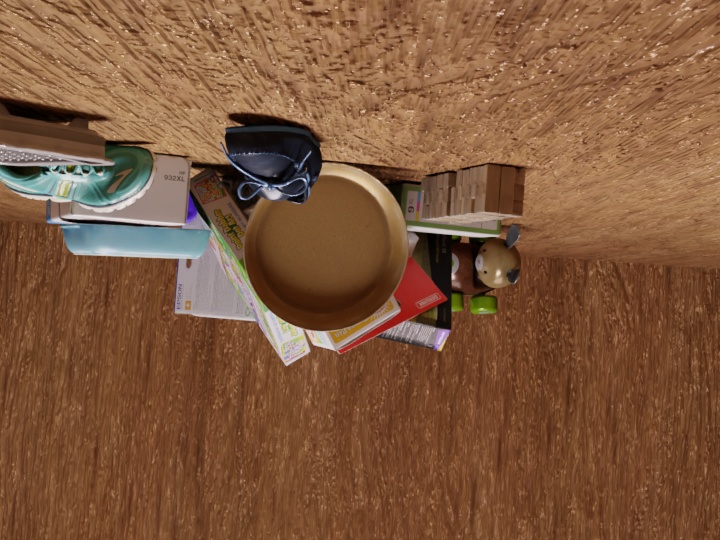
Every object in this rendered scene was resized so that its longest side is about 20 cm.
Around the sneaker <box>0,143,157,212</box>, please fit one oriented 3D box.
[{"bbox_3d":[-0.325,-0.112,1.415,0.198,0.078,0.080,0,165,14],"label":"sneaker"}]

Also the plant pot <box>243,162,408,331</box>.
[{"bbox_3d":[-0.041,-0.029,1.491,0.198,0.203,0.027,4,-169,-12],"label":"plant pot"}]

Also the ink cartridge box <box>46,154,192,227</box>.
[{"bbox_3d":[-0.307,-0.099,1.581,0.144,0.085,0.200,4,178,-22],"label":"ink cartridge box"}]

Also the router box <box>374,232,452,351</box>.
[{"bbox_3d":[0.049,0.008,1.784,0.155,0.201,0.052,12,137,-9],"label":"router box"}]

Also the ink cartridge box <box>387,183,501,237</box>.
[{"bbox_3d":[0.082,-0.082,1.696,0.198,0.060,0.104,4,180,-17],"label":"ink cartridge box"}]

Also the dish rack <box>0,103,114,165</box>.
[{"bbox_3d":[-0.354,-0.131,1.225,0.199,0.044,0.171,3,179,41],"label":"dish rack"}]

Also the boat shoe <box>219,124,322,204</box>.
[{"bbox_3d":[-0.073,-0.099,1.212,0.083,0.070,0.200,3,179,20],"label":"boat shoe"}]

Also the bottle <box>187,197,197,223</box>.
[{"bbox_3d":[-0.323,-0.102,1.909,0.083,0.066,0.199,6,178,-37],"label":"bottle"}]

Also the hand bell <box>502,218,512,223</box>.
[{"bbox_3d":[0.138,-0.072,1.922,0.198,0.105,0.104,-8,179,-2],"label":"hand bell"}]

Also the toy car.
[{"bbox_3d":[0.239,-0.014,2.392,0.156,0.166,0.200,4,169,-27],"label":"toy car"}]

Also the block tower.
[{"bbox_3d":[0.129,-0.086,1.475,0.053,0.059,0.200,5,180,-18],"label":"block tower"}]

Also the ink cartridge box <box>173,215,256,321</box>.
[{"bbox_3d":[-0.193,-0.028,1.869,0.043,0.199,0.199,7,177,-45],"label":"ink cartridge box"}]

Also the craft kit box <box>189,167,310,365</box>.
[{"bbox_3d":[-0.145,-0.003,1.643,0.048,0.198,0.201,-32,146,-12],"label":"craft kit box"}]

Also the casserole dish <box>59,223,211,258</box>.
[{"bbox_3d":[-0.280,-0.036,1.582,0.198,0.039,0.121,1,-179,-36],"label":"casserole dish"}]

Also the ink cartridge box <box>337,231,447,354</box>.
[{"bbox_3d":[0.000,0.000,1.706,0.199,0.176,0.045,-25,152,-33],"label":"ink cartridge box"}]

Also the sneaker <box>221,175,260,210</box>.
[{"bbox_3d":[-0.150,-0.094,1.703,0.091,0.077,0.199,18,166,-31],"label":"sneaker"}]

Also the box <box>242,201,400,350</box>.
[{"bbox_3d":[-0.050,-0.013,1.574,0.101,0.201,0.112,-30,-172,-14],"label":"box"}]
